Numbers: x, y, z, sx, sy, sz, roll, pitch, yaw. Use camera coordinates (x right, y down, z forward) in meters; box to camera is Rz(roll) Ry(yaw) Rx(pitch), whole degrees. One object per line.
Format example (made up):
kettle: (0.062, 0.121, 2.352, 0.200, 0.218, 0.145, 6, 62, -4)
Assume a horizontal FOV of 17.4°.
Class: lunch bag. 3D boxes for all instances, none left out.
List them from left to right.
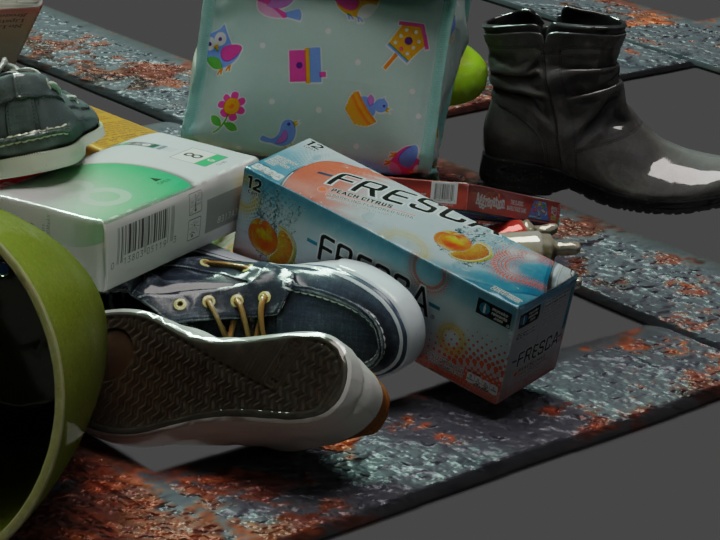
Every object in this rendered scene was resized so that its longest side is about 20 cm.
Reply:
lunch bag: (-0.014, -0.166, 1.512, 0.170, 0.200, 0.122, 10, 2, 7)

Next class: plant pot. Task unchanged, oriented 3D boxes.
plant pot: (-0.200, 0.042, 1.160, 0.187, 0.187, 0.200, 8, 8, 12)

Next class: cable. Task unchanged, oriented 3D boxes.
cable: (0.035, -0.008, 1.469, 0.200, 0.050, 0.097, 0, 28, -10)

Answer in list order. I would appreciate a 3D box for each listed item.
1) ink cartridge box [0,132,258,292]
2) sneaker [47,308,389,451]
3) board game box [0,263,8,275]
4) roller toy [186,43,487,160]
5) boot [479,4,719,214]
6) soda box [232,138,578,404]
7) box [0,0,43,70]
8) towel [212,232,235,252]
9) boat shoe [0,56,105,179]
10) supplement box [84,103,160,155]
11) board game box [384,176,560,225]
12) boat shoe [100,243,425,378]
ink cartridge box: (-0.184, -0.050, 1.387, 0.200, 0.050, 0.161, 17, 24, 26)
sneaker: (-0.078, 0.069, 1.260, 0.200, 0.073, 0.085, 5, -16, 28)
board game box: (-0.219, -0.003, 1.422, 0.200, 0.039, 0.158, -18, 21, -36)
roller toy: (-0.032, -0.136, 1.682, 0.182, 0.140, 0.200, -14, 38, -40)
boot: (0.180, -0.115, 1.671, 0.200, 0.132, 0.070, 7, 20, 9)
soda box: (0.022, -0.002, 1.357, 0.200, 0.068, 0.064, 28, 34, 27)
box: (-0.315, -0.197, 1.707, 0.128, 0.109, 0.200, -4, -17, -20)
towel: (0.000, 0.000, 1.423, 0.200, 0.018, 0.086, 22, 48, 24)
boat shoe: (-0.195, -0.098, 1.405, 0.073, 0.062, 0.200, -13, 12, -2)
supplement box: (-0.151, -0.056, 1.555, 0.069, 0.067, 0.200, -16, 29, -42)
board game box: (0.053, -0.045, 1.519, 0.103, 0.019, 0.200, 7, 0, 21)
boat shoe: (-0.066, 0.032, 1.336, 0.200, 0.071, 0.091, 10, 22, 35)
